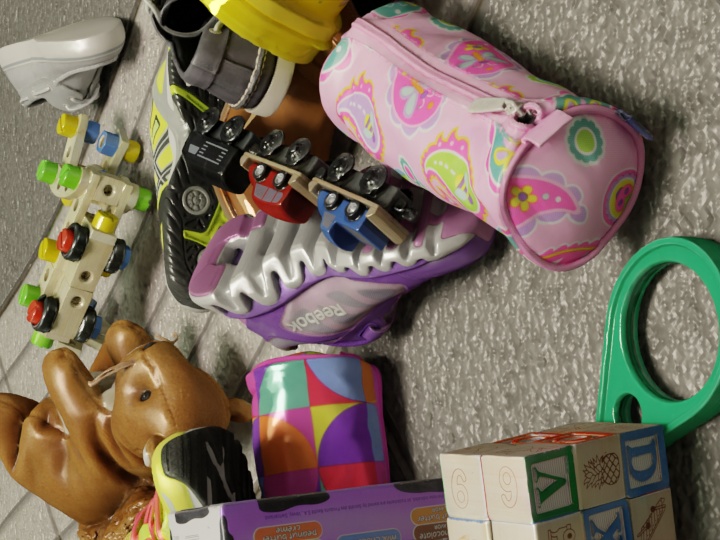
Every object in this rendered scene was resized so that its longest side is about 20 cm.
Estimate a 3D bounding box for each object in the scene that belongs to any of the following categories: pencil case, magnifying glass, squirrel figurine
[{"bbox_3d":[0.056,-0.074,0.767,0.200,0.087,0.088,40,125,54],"label":"pencil case"},{"bbox_3d":[0.127,0.074,0.724,0.080,0.022,0.201,53,132,44],"label":"magnifying glass"},{"bbox_3d":[-0.016,0.147,0.903,0.088,0.088,0.201,-22,74,57],"label":"pencil case"},{"bbox_3d":[-0.152,0.134,1.107,0.186,0.141,0.201,-15,92,47],"label":"squirrel figurine"}]

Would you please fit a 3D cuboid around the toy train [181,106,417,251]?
[{"bbox_3d":[-0.040,-0.050,0.854,0.200,0.034,0.046,23,77,49],"label":"toy train"}]

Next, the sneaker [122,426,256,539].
[{"bbox_3d":[-0.102,0.158,0.895,0.200,0.090,0.079,79,-174,-54],"label":"sneaker"}]

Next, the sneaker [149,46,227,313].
[{"bbox_3d":[-0.109,-0.065,1.065,0.076,0.075,0.201,142,131,-61],"label":"sneaker"}]

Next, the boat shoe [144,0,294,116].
[{"bbox_3d":[-0.095,-0.165,0.924,0.073,0.062,0.200,-62,34,28],"label":"boat shoe"}]

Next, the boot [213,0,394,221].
[{"bbox_3d":[-0.023,-0.109,0.926,0.155,0.076,0.201,-29,59,51],"label":"boot"}]

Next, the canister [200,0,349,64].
[{"bbox_3d":[-0.011,-0.233,0.819,0.200,0.086,0.149,-49,40,23],"label":"canister"}]

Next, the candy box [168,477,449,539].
[{"bbox_3d":[-0.003,0.215,0.798,0.071,0.167,0.201,-22,72,56],"label":"candy box"}]

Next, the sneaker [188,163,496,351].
[{"bbox_3d":[0.000,0.000,0.877,0.199,0.089,0.081,-15,39,36],"label":"sneaker"}]

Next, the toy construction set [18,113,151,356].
[{"bbox_3d":[-0.226,-0.014,1.221,0.131,0.092,0.201,-132,49,-57],"label":"toy construction set"}]

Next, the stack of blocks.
[{"bbox_3d":[0.086,0.175,0.680,0.058,0.115,0.201,-6,91,53],"label":"stack of blocks"}]

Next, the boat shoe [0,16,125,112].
[{"bbox_3d":[-0.247,-0.167,1.288,0.199,0.072,0.069,0,112,52],"label":"boat shoe"}]
